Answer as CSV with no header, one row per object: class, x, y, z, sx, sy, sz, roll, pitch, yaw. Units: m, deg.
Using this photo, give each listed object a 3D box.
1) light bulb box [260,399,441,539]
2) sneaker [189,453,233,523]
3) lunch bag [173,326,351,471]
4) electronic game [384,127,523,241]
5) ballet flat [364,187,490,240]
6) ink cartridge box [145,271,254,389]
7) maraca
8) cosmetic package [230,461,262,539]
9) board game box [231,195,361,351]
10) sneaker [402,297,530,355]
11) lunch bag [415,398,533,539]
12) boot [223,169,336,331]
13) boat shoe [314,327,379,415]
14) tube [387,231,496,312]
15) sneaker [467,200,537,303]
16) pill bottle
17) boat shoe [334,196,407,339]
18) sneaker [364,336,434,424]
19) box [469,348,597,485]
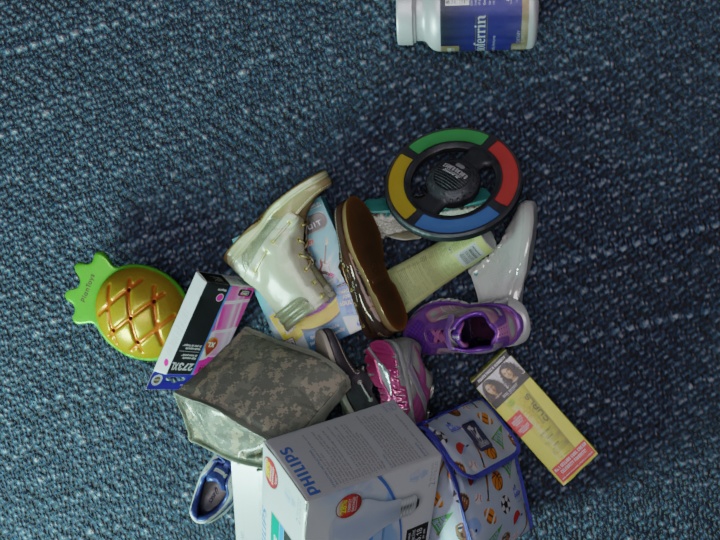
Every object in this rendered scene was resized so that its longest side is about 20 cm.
light bulb box,-0.017,0.305,1.282,0.197,0.125,0.202,-13,125,-28
sneaker,-0.190,0.288,1.465,0.074,0.088,0.203,24,94,6
lunch bag,-0.128,0.186,1.373,0.197,0.164,0.119,15,133,34
electronic game,0.130,-0.124,1.388,0.196,0.042,0.203,-6,53,8
ballet flat,0.097,-0.079,1.437,0.195,0.072,0.073,-4,93,8
ink cartridge box,-0.234,0.098,1.440,0.037,0.094,0.202,41,112,37
maraca,-0.341,0.054,1.458,0.197,0.107,0.139,24,96,4
cosmetic package,-0.109,0.349,1.425,0.148,0.052,0.204,10,117,19
board game box,-0.082,0.014,1.460,0.149,0.047,0.203,-24,90,6
sneaker,0.137,0.085,1.395,0.197,0.088,0.082,-9,99,35
lunch bag,0.147,0.294,1.380,0.122,0.169,0.204,-14,88,39
boot,-0.080,-0.028,1.395,0.200,0.072,0.155,-42,87,16
boat shoe,-0.009,0.164,1.438,0.062,0.072,0.203,-27,110,-14
tube,0.104,-0.004,1.431,0.199,0.052,0.059,-34,48,24
sneaker,0.200,-0.007,1.423,0.087,0.075,0.204,15,96,17
pill bottle,0.148,-0.368,1.384,0.195,0.116,0.118,0,93,7
boat shoe,0.000,0.000,1.397,0.070,0.070,0.204,-19,88,42
sneaker,0.071,0.186,1.413,0.080,0.087,0.204,8,111,44
box,0.251,0.211,1.434,0.075,0.050,0.201,-41,89,5
